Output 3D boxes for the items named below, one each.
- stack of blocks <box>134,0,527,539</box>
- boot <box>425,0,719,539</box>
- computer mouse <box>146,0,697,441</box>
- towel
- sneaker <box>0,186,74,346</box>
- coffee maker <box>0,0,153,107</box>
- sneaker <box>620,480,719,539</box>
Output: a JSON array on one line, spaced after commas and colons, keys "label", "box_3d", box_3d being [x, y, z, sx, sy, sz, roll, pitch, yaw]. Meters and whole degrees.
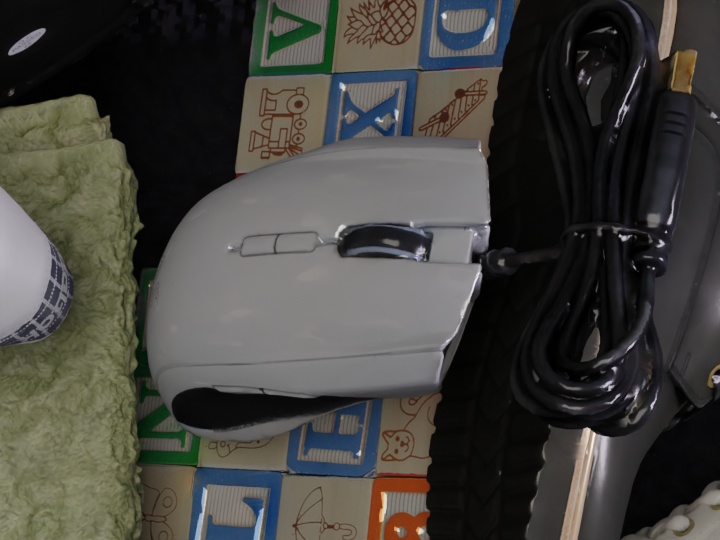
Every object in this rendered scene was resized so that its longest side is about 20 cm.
[{"label": "stack of blocks", "box_3d": [-0.002, 0.020, 0.772, 0.115, 0.059, 0.200, 0, 77, 30]}, {"label": "boot", "box_3d": [0.100, 0.021, 0.704, 0.138, 0.077, 0.200, 18, 76, -20]}, {"label": "computer mouse", "box_3d": [0.000, 0.000, 0.676, 0.200, 0.044, 0.110, -16, 58, 47]}, {"label": "towel", "box_3d": [-0.128, 0.052, 0.739, 0.148, 0.036, 0.200, -5, 76, 5]}, {"label": "sneaker", "box_3d": [-0.173, -0.002, 0.704, 0.200, 0.080, 0.076, 5, 79, 27]}, {"label": "coffee maker", "box_3d": [-0.137, -0.158, 0.692, 0.135, 0.192, 0.200, -25, 73, -37]}, {"label": "sneaker", "box_3d": [0.092, 0.088, 0.765, 0.085, 0.073, 0.200, 29, 91, 7]}]
